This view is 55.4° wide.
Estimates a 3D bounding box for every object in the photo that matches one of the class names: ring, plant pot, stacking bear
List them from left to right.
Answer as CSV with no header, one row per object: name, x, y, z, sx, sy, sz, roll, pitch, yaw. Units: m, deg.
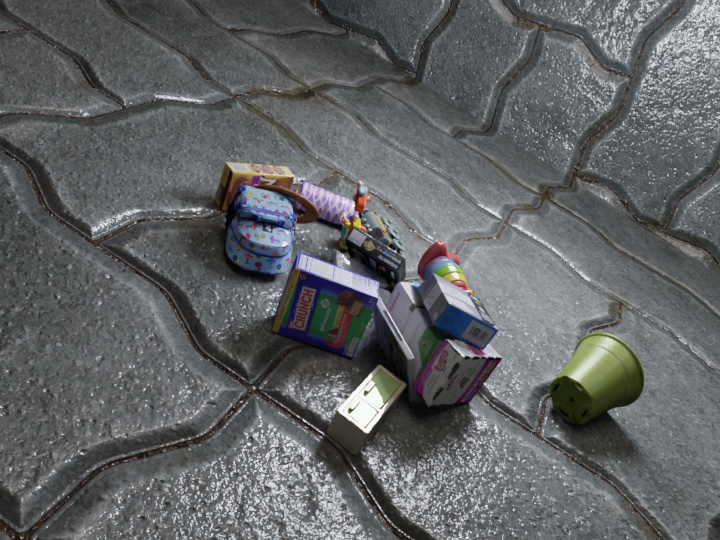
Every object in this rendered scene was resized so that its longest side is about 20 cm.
ring,-0.202,-0.177,1.806,0.196,0.200,0.020,21,70,-10
stacking bear,0.231,0.043,1.755,0.121,0.113,0.202,39,16,-43
plant pot,0.571,0.286,1.711,0.187,0.203,0.200,-24,54,-37

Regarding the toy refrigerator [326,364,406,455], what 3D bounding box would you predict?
toy refrigerator,0.017,0.274,1.382,0.075,0.071,0.199,34,31,13

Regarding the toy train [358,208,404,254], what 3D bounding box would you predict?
toy train,0.053,-0.098,1.940,0.113,0.085,0.202,34,21,-37

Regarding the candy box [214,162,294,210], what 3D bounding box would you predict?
candy box,-0.285,-0.224,1.860,0.196,0.119,0.057,-5,40,-41

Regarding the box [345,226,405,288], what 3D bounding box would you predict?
box,0.042,-0.029,1.774,0.157,0.047,0.200,33,-10,10

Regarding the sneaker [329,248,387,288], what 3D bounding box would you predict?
sneaker,0.000,0.000,1.731,0.197,0.073,0.085,20,69,-45

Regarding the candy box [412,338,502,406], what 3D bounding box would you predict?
candy box,0.215,0.223,1.503,0.061,0.138,0.198,43,18,31

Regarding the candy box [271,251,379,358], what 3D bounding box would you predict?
candy box,-0.077,0.078,1.507,0.195,0.172,0.078,20,27,-9

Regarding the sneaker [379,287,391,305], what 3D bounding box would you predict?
sneaker,-0.008,0.063,1.690,0.196,0.078,0.080,3,21,-40

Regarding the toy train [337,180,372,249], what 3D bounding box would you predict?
toy train,-0.010,-0.141,1.864,0.054,0.200,0.155,11,69,-13

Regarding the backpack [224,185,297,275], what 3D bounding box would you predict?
backpack,-0.241,-0.090,1.675,0.178,0.137,0.202,14,35,-19

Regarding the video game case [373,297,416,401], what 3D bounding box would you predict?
video game case,0.074,0.171,1.523,0.018,0.146,0.202,-17,45,-13

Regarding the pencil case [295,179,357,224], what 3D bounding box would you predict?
pencil case,-0.098,-0.188,1.994,0.195,0.086,0.085,22,-7,-10

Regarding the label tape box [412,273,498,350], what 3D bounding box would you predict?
label tape box,0.209,0.074,1.540,0.142,0.064,0.201,27,20,-23

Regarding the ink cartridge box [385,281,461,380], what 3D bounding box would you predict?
ink cartridge box,0.131,0.147,1.588,0.082,0.148,0.202,6,36,-32
